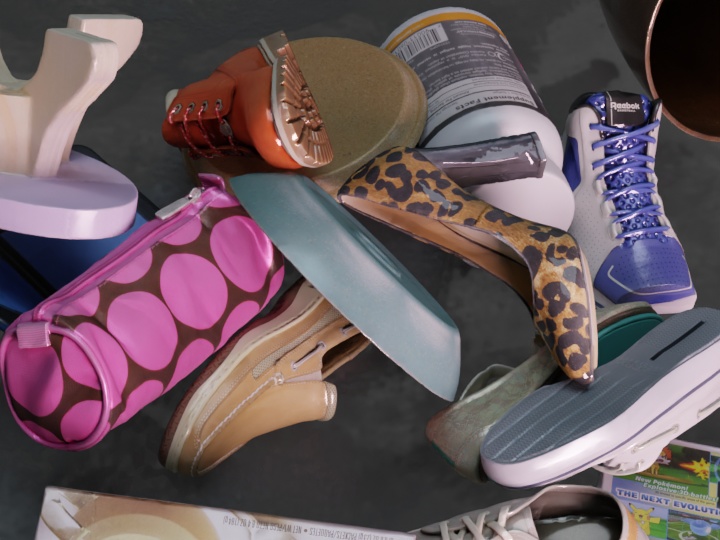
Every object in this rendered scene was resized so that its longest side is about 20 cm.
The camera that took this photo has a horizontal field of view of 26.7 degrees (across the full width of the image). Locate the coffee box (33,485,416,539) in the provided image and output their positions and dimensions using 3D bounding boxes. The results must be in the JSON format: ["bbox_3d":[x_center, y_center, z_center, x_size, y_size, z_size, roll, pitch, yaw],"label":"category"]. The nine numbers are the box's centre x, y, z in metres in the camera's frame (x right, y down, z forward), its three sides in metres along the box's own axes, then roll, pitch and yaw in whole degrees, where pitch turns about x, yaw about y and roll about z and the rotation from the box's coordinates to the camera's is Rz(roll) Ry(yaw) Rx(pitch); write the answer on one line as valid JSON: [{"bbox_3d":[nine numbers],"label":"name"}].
[{"bbox_3d":[-0.076,0.190,0.808,0.200,0.080,0.114,8,66,2],"label":"coffee box"}]

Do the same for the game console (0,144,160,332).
[{"bbox_3d":[-0.211,-0.027,1.021,0.171,0.118,0.200,-36,57,-23],"label":"game console"}]

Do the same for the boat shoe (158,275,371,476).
[{"bbox_3d":[-0.049,0.071,0.980,0.076,0.072,0.200,35,49,9],"label":"boat shoe"}]

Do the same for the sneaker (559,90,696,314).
[{"bbox_3d":[0.186,-0.066,1.119,0.080,0.115,0.199,-5,43,-11],"label":"sneaker"}]

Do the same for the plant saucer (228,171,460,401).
[{"bbox_3d":[0.000,0.000,0.965,0.036,0.200,0.200,-45,54,4],"label":"plant saucer"}]

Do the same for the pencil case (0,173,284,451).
[{"bbox_3d":[-0.132,0.022,0.920,0.091,0.094,0.200,10,32,26],"label":"pencil case"}]

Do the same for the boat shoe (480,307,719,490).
[{"bbox_3d":[0.165,0.096,0.943,0.200,0.067,0.074,-26,26,-22],"label":"boat shoe"}]

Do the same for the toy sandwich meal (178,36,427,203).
[{"bbox_3d":[-0.045,-0.096,1.128,0.205,0.070,0.205,-8,46,8],"label":"toy sandwich meal"}]

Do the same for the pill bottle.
[{"bbox_3d":[0.085,-0.100,1.145,0.116,0.116,0.200,-6,44,-14],"label":"pill bottle"}]

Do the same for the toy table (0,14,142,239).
[{"bbox_3d":[-0.218,-0.104,0.967,0.200,0.117,0.184,17,19,29],"label":"toy table"}]

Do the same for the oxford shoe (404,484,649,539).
[{"bbox_3d":[0.070,0.165,0.882,0.200,0.058,0.075,-11,44,-1],"label":"oxford shoe"}]

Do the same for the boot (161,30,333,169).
[{"bbox_3d":[-0.080,-0.099,1.017,0.107,0.075,0.200,-23,19,-1],"label":"boot"}]

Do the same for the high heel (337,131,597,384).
[{"bbox_3d":[0.069,0.000,0.980,0.142,0.071,0.200,-10,55,-6],"label":"high heel"}]

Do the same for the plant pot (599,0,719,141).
[{"bbox_3d":[0.281,-0.233,1.289,0.187,0.187,0.200,-8,29,-16],"label":"plant pot"}]

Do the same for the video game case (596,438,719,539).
[{"bbox_3d":[0.239,0.184,0.921,0.200,0.022,0.182,11,42,6],"label":"video game case"}]

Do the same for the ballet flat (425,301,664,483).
[{"bbox_3d":[0.122,0.067,1.005,0.062,0.067,0.200,28,46,36],"label":"ballet flat"}]
